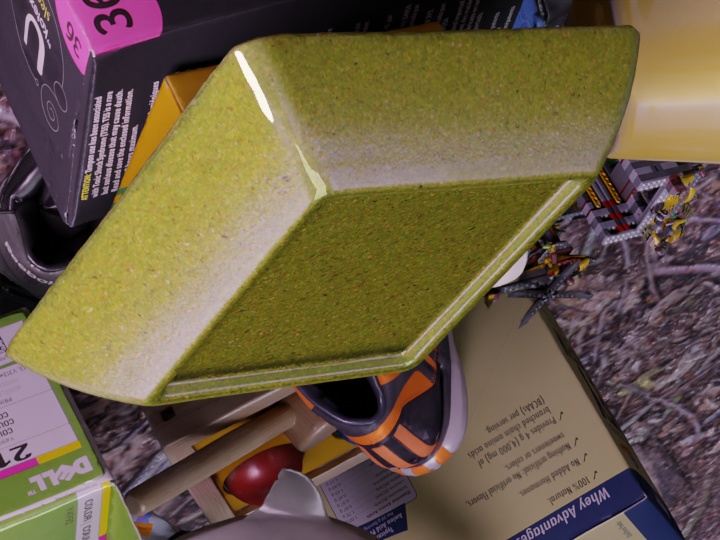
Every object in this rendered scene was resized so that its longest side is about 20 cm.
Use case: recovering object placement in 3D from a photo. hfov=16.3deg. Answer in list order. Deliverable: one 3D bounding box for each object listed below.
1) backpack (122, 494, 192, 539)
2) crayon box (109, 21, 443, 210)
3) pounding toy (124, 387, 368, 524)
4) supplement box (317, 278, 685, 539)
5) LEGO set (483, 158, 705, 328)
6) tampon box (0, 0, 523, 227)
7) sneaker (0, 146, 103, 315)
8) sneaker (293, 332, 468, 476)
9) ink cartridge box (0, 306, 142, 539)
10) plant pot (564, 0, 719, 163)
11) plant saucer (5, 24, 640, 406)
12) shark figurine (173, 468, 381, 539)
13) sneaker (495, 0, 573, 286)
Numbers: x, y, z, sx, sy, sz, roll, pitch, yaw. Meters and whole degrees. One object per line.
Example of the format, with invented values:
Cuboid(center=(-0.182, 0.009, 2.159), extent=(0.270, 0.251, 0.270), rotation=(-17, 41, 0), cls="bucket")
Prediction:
Cuboid(center=(-0.190, 0.178, 1.436), extent=(0.167, 0.200, 0.127), rotation=(-59, 168, -34), cls="backpack")
Cuboid(center=(-0.031, -0.031, 1.011), extent=(0.126, 0.052, 0.200), rotation=(-14, 154, -29), cls="crayon box")
Cuboid(center=(-0.055, 0.066, 1.411), extent=(0.184, 0.142, 0.200), rotation=(-28, 155, -3), cls="pounding toy")
Cuboid(center=(0.061, 0.124, 1.571), extent=(0.200, 0.200, 0.134), rotation=(-31, 155, 6), cls="supplement box")
Cuboid(center=(0.162, -0.048, 1.448), extent=(0.154, 0.116, 0.200), rotation=(-8, 148, -37), cls="LEGO set")
Cuboid(center=(-0.052, -0.134, 1.031), extent=(0.200, 0.150, 0.126), rotation=(-18, 154, -21), cls="tampon box")
Cuboid(center=(-0.151, -0.017, 1.208), extent=(0.200, 0.066, 0.091), rotation=(-58, -173, 41), cls="sneaker")
Cuboid(center=(0.000, 0.000, 1.291), extent=(0.078, 0.200, 0.112), rotation=(-25, 149, 20), cls="sneaker")
Cuboid(center=(-0.147, 0.141, 1.147), extent=(0.076, 0.200, 0.148), rotation=(-20, 152, -20), cls="ink cartridge box")
Cuboid(center=(0.206, -0.134, 1.274), extent=(0.189, 0.201, 0.201), rotation=(-8, 152, -5), cls="plant pot")
Cuboid(center=(-0.005, -0.011, 0.954), extent=(0.200, 0.048, 0.200), rotation=(-6, 150, -41), cls="plant saucer")
Cuboid(center=(-0.062, 0.149, 1.370), extent=(0.214, 0.128, 0.090), rotation=(-4, 131, -21), cls="shark figurine")
Cuboid(center=(0.064, -0.096, 1.171), extent=(0.111, 0.200, 0.077), rotation=(-14, 165, -30), cls="sneaker")
